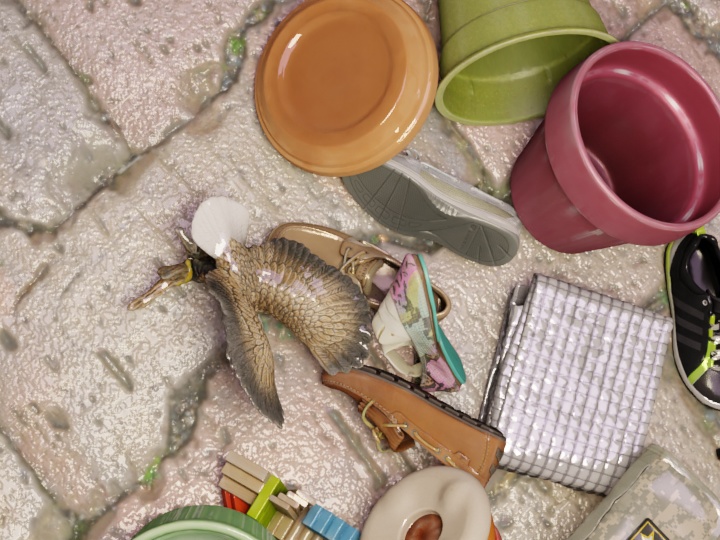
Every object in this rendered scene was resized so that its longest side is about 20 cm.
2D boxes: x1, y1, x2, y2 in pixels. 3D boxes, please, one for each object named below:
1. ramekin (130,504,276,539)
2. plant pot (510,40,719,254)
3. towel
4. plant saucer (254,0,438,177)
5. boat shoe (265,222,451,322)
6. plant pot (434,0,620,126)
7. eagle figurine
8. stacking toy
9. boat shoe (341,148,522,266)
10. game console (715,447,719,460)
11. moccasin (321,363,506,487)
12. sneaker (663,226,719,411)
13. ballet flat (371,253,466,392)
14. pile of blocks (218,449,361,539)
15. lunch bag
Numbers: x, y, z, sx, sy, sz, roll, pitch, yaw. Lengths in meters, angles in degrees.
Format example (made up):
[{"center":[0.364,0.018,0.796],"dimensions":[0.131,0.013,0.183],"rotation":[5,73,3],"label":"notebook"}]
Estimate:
[{"center":[-0.150,0.318,1.598],"dimensions":[0.198,0.098,0.202],"rotation":[0,99,0],"label":"ramekin"},{"center":[0.250,-0.105,1.721],"dimensions":[0.198,0.179,0.202],"rotation":[9,68,-24],"label":"plant pot"},{"center":[0.213,0.119,1.742],"dimensions":[0.164,0.086,0.202],"rotation":[16,79,-7],"label":"towel"},{"center":[-0.020,-0.196,1.718],"dimensions":[0.198,0.037,0.202],"rotation":[-5,76,20],"label":"plant saucer"},{"center":[0.000,0.000,1.726],"dimensions":[0.199,0.065,0.072],"rotation":[21,77,-8],"label":"boat shoe"},{"center":[0.154,-0.279,1.757],"dimensions":[0.198,0.200,0.191],"rotation":[-7,70,-13],"label":"plant pot"},{"center":[-0.100,0.037,1.656],"dimensions":[0.200,0.151,0.152],"rotation":[36,96,29],"label":"eagle figurine"},{"center":[0.104,0.296,1.656],"dimensions":[0.200,0.146,0.147],"rotation":[46,72,-38],"label":"stacking toy"},{"center":[0.075,-0.074,1.757],"dimensions":[0.201,0.075,0.065],"rotation":[24,40,-4],"label":"boat shoe"},{"center":[0.461,0.117,1.731],"dimensions":[0.171,0.200,0.120],"rotation":[-11,82,-13],"label":"game console"},{"center":[0.046,0.153,1.687],"dimensions":[0.200,0.074,0.078],"rotation":[28,91,14],"label":"moccasin"},{"center":[0.365,0.050,1.783],"dimensions":[0.071,0.083,0.202],"rotation":[-14,84,-13],"label":"sneaker"},{"center":[0.052,0.062,1.672],"dimensions":[0.071,0.201,0.069],"rotation":[-17,51,5],"label":"ballet flat"},{"center":[-0.061,0.256,1.662],"dimensions":[0.199,0.082,0.062],"rotation":[33,76,-5],"label":"pile of blocks"},{"center":[0.285,0.291,1.672],"dimensions":[0.164,0.117,0.200],"rotation":[-45,123,-15],"label":"lunch bag"}]
